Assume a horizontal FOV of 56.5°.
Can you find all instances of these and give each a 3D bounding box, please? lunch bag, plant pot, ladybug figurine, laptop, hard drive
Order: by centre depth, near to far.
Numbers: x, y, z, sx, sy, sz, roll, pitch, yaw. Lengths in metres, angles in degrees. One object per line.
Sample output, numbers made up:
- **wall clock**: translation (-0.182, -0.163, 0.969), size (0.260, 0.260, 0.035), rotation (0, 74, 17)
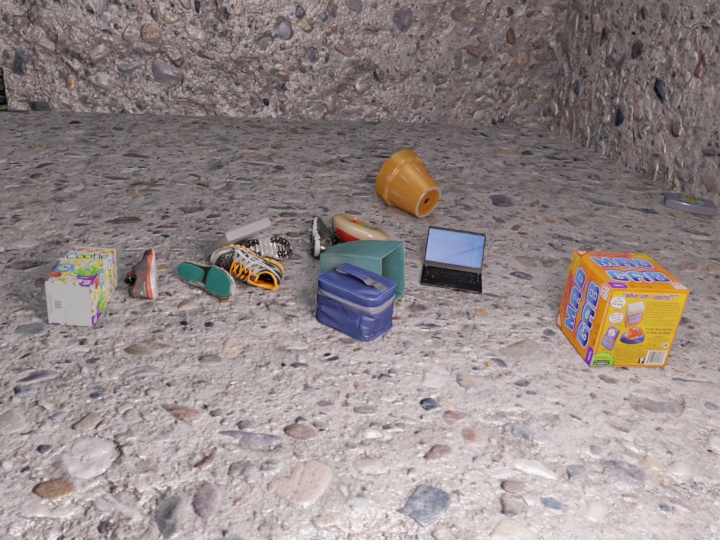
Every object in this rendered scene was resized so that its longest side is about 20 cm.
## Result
- **lunch bag**: translation (-0.016, 0.061, 1.598), size (0.196, 0.136, 0.135), rotation (20, 28, 28)
- **plant pot**: translation (0.000, 0.000, 1.734), size (0.196, 0.145, 0.141), rotation (10, 23, 28)
- **hard drive**: translation (-0.336, -0.088, 1.818), size (0.130, 0.027, 0.199), rotation (-25, 1, -31)
- **laptop**: translation (0.266, -0.033, 1.902), size (0.172, 0.106, 0.201), rotation (8, 25, 6)
- **ladybug figurine**: translation (-0.005, -0.109, 2.021), size (0.197, 0.074, 0.135), rotation (25, 17, 24)
- **plant pot**: translation (0.182, -0.289, 2.354), size (0.197, 0.204, 0.183), rotation (-16, 47, -40)

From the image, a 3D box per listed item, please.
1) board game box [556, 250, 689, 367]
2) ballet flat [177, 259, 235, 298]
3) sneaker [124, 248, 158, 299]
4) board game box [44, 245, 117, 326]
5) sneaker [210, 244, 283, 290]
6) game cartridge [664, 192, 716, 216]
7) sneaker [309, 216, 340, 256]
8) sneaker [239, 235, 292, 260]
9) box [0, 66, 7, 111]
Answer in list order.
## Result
- **board game box**: translation (0.616, 0.089, 1.598), size (0.194, 0.205, 0.201), rotation (2, 25, -10)
- **ballet flat**: translation (-0.377, 0.017, 1.696), size (0.197, 0.074, 0.071), rotation (21, 28, 29)
- **sneaker**: translation (-0.549, 0.005, 1.672), size (0.080, 0.079, 0.201), rotation (-7, 27, -13)
- **board game box**: translation (-0.640, 0.031, 1.551), size (0.100, 0.107, 0.201), rotation (4, 25, -6)
- **sneaker**: translation (-0.288, -0.004, 1.716), size (0.195, 0.079, 0.078), rotation (15, 32, -19)
- **game cartridge**: translation (1.355, -0.272, 2.755), size (0.195, 0.041, 0.134), rotation (14, 30, 17)
- **sneaker**: translation (-0.105, -0.097, 2.007), size (0.088, 0.068, 0.201), rotation (5, 28, -9)
- **sneaker**: translation (-0.274, -0.054, 1.848), size (0.089, 0.068, 0.198), rotation (-13, -5, 36)
- **box**: translation (-1.692, -0.808, 3.012), size (0.046, 0.198, 0.200), rotation (17, 27, 19)
